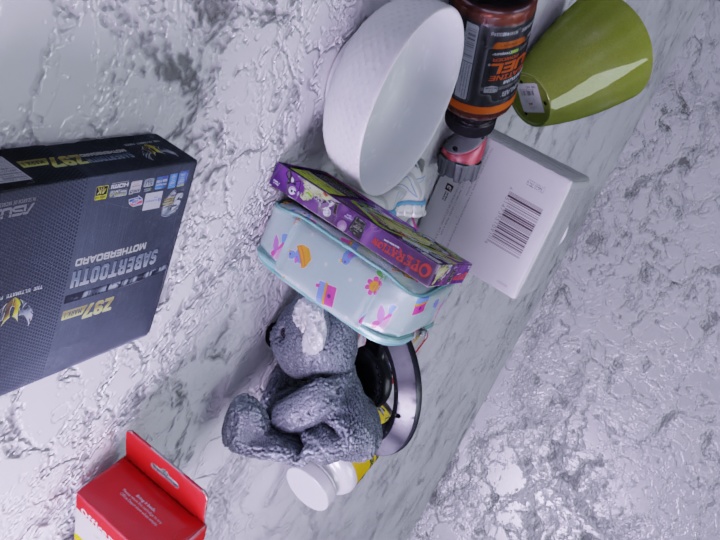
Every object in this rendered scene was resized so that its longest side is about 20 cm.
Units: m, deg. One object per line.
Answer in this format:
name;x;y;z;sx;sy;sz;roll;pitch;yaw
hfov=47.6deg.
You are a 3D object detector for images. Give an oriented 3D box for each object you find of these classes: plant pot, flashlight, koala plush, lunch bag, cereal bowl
plant pot;0.342;-0.324;1.340;0.198;0.187;0.189;-33;151;-22
flashlight;0.158;-0.227;1.155;0.067;0.067;0.204;-32;142;-46
koala plush;-0.051;0.112;0.975;0.177;0.179;0.206;-25;123;-72
lunch bag;0.000;0.000;0.866;0.078;0.198;0.160;-61;162;14
cereal bowl;0.023;-0.186;0.838;0.201;0.082;0.202;-49;157;-28

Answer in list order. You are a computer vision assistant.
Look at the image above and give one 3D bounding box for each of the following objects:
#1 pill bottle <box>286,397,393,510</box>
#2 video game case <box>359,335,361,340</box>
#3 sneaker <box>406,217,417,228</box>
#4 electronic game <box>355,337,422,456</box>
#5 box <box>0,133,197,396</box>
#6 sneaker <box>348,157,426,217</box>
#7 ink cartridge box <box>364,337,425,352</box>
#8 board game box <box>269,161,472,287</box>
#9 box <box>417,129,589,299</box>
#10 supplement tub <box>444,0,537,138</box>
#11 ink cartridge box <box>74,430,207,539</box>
pill bottle;-0.028;0.285;1.324;0.200;0.111;0.114;-43;155;-38
video game case;-0.043;0.102;1.173;0.199;0.017;0.146;-15;131;-64
sneaker;0.029;-0.007;1.124;0.086;0.083;0.201;-16;161;-12
electronic game;0.013;0.137;1.057;0.041;0.200;0.204;-7;129;-35
box;-0.208;-0.005;0.564;0.199;0.050;0.161;-23;140;-60
sneaker;0.031;-0.110;1.007;0.199;0.073;0.089;-21;124;-65
ink cartridge box;0.063;0.102;1.360;0.117;0.066;0.202;-49;158;-29
board game box;0.012;-0.047;0.831;0.033;0.198;0.119;-63;159;16
box;0.220;-0.097;1.278;0.130;0.198;0.203;-11;129;-61
supplement tub;0.151;-0.264;1.013;0.107;0.106;0.202;-46;156;-32
ink cartridge box;-0.219;0.271;0.802;0.067;0.115;0.204;-33;147;-49
